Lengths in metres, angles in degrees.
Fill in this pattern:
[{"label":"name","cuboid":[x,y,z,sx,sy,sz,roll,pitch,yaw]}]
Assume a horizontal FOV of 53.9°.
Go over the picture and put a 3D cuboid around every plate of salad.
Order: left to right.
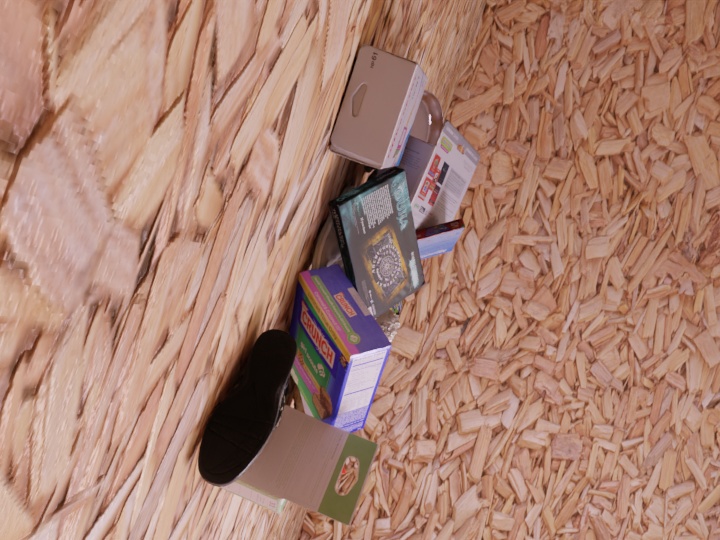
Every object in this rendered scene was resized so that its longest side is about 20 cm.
[{"label":"plate of salad","cuboid":[-0.110,0.274,1.364,0.200,0.047,0.207,174,-90,-83]}]

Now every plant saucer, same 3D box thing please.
[{"label":"plant saucer","cuboid":[0.092,-0.257,1.399,0.198,0.032,0.205,-30,133,-38]}]

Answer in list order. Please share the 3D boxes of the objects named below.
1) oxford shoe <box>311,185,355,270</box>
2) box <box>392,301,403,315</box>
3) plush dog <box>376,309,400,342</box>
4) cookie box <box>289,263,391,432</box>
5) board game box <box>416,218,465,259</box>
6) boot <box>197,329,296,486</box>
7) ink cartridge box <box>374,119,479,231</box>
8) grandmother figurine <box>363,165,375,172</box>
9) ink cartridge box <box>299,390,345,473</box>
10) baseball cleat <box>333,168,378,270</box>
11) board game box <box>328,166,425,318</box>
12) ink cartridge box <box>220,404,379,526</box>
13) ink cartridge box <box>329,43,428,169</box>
[{"label":"oxford shoe","cuboid":[-0.030,-0.059,1.142,0.076,0.056,0.202,106,8,-50]},{"label":"box","cuboid":[0.032,0.017,1.522,0.071,0.063,0.204,-63,142,-46]},{"label":"plush dog","cuboid":[-0.027,0.069,1.376,0.199,0.158,0.176,-35,-142,47]},{"label":"cookie box","cuboid":[-0.043,0.125,1.079,0.073,0.172,0.203,-13,138,-28]},{"label":"board game box","cuboid":[0.076,-0.036,1.210,0.103,0.195,0.020,106,-34,-66]},{"label":"boot","cuboid":[-0.138,0.195,0.888,0.155,0.072,0.207,106,6,-53]},{"label":"ink cartridge box","cuboid":[0.113,-0.158,1.217,0.199,0.083,0.179,21,95,-63]},{"label":"grandmother figurine","cuboid":[0.048,-0.167,1.332,0.203,0.060,0.121,-58,137,-10]},{"label":"ink cartridge box","cuboid":[-0.056,0.257,1.284,0.163,0.056,0.204,45,24,-66]},{"label":"baseball cleat","cuboid":[0.019,-0.077,1.259,0.106,0.069,0.203,32,87,-46]},{"label":"board game box","cuboid":[0.030,-0.037,1.081,0.134,0.028,0.205,-30,122,-29]},{"label":"ink cartridge box","cuboid":[-0.087,0.276,1.010,0.147,0.195,0.049,-61,172,-48]},{"label":"ink cartridge box","cuboid":[0.031,-0.228,1.014,0.200,0.083,0.148,-41,151,-76]}]
